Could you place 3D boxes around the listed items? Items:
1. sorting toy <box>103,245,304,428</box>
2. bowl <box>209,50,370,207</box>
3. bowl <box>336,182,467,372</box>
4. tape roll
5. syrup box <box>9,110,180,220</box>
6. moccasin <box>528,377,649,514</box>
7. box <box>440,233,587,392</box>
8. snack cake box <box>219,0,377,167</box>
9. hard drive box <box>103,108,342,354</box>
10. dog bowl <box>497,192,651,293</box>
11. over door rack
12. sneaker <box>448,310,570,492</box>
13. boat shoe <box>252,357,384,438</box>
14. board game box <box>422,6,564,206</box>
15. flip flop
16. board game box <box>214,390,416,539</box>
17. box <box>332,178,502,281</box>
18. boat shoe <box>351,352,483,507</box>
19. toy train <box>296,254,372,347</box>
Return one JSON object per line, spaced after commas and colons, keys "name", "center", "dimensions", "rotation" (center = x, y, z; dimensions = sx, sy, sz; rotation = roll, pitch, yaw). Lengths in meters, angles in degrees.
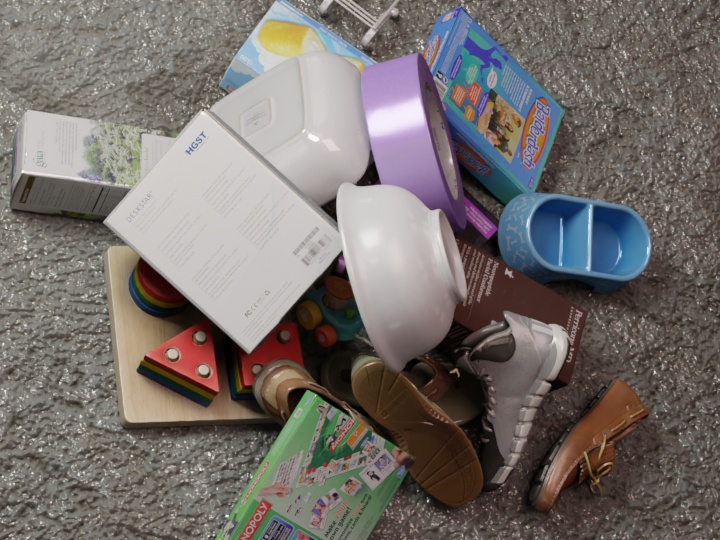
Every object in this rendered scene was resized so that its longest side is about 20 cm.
{"name": "sorting toy", "center": [-0.158, 0.058, 1.682], "dimensions": [0.199, 0.070, 0.200], "rotation": [0, 66, -23]}
{"name": "bowl", "center": [-0.090, -0.144, 1.717], "dimensions": [0.075, 0.200, 0.200], "rotation": [44, 29, -40]}
{"name": "bowl", "center": [0.051, -0.005, 1.597], "dimensions": [0.090, 0.201, 0.201], "rotation": [-17, 68, 12]}
{"name": "tape roll", "center": [0.060, -0.134, 1.741], "dimensions": [0.066, 0.200, 0.200], "rotation": [-13, 66, 10]}
{"name": "syrup box", "center": [-0.271, -0.105, 1.709], "dimensions": [0.200, 0.081, 0.079], "rotation": [7, 61, -19]}
{"name": "moccasin", "center": [0.259, 0.206, 1.789], "dimensions": [0.078, 0.074, 0.201], "rotation": [41, 47, 10]}
{"name": "box", "center": [0.150, 0.052, 1.792], "dimensions": [0.200, 0.075, 0.100], "rotation": [29, 61, -22]}
{"name": "snack cake box", "center": [-0.049, -0.213, 1.865], "dimensions": [0.200, 0.067, 0.115], "rotation": [34, 56, -5]}
{"name": "hard drive box", "center": [-0.131, -0.040, 1.611], "dimensions": [0.200, 0.077, 0.156], "rotation": [43, 95, 1]}
{"name": "dog bowl", "center": [0.261, -0.036, 1.895], "dimensions": [0.200, 0.050, 0.112], "rotation": [8, 79, -26]}
{"name": "over door rack", "center": [0.008, -0.388, 1.967], "dimensions": [0.148, 0.067, 0.200], "rotation": [37, 78, -2]}
{"name": "sneaker", "center": [0.136, 0.133, 1.727], "dimensions": [0.115, 0.075, 0.200], "rotation": [23, 95, -14]}
{"name": "boat shoe", "center": [-0.029, 0.170, 1.646], "dimensions": [0.200, 0.072, 0.076], "rotation": [39, 86, -29]}
{"name": "board game box", "center": [0.150, -0.195, 1.915], "dimensions": [0.200, 0.045, 0.152], "rotation": [41, 54, -25]}
{"name": "flip flop", "center": [0.054, 0.123, 1.747], "dimensions": [0.200, 0.058, 0.081], "rotation": [13, 61, -17]}
{"name": "board game box", "center": [-0.050, 0.239, 1.590], "dimensions": [0.135, 0.029, 0.200], "rotation": [35, 84, -23]}
{"name": "box", "center": [0.054, -0.039, 1.841], "dimensions": [0.143, 0.036, 0.200], "rotation": [43, 58, 2]}
{"name": "boat shoe", "center": [0.061, 0.166, 1.701], "dimensions": [0.073, 0.063, 0.200], "rotation": [-35, 107, 2]}
{"name": "toy train", "center": [0.000, 0.000, 1.719], "dimensions": [0.150, 0.056, 0.200], "rotation": [6, 45, -10]}
